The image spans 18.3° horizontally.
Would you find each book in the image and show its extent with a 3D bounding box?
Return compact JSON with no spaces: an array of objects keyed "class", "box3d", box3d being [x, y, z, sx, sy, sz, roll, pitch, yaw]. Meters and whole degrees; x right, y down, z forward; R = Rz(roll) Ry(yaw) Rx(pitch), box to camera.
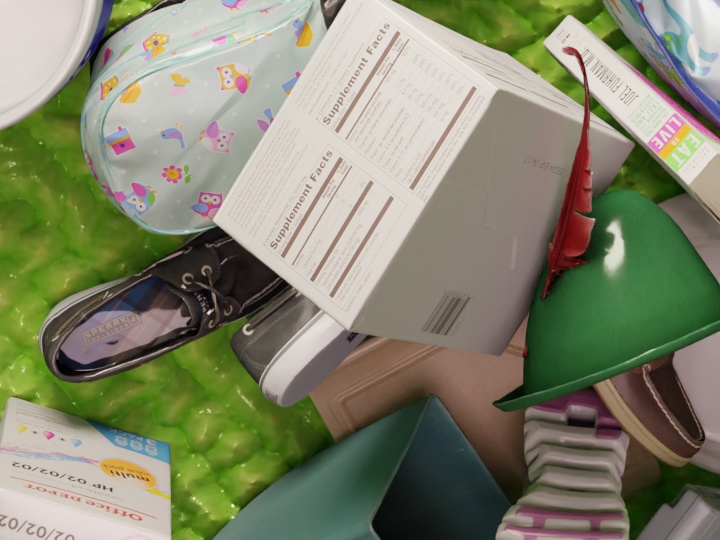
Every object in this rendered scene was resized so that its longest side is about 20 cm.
[{"class":"book","box3d":[0.199,-0.073,1.344,0.133,0.200,0.048,36,101,-33]}]

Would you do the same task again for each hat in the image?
[{"class":"hat","box3d":[0.131,-0.033,1.298,0.199,0.165,0.177,-23,91,46]}]

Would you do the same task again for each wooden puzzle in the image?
[{"class":"wooden puzzle","box3d":[0.082,0.103,1.494,0.184,0.037,0.201,-28,112,3]}]

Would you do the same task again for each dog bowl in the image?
[{"class":"dog bowl","box3d":[-0.246,-0.181,1.329,0.198,0.079,0.202,1,102,4]}]

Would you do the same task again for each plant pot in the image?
[{"class":"plant pot","box3d":[-0.013,0.201,1.442,0.199,0.142,0.142,-23,111,32]}]

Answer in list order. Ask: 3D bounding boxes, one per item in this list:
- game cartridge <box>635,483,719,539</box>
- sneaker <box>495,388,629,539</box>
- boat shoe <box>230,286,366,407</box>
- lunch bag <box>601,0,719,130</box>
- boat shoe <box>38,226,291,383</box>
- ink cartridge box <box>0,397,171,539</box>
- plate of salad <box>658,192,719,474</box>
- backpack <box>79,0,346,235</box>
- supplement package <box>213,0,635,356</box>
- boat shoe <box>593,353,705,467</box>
[{"class":"game cartridge","box3d":[0.217,0.204,1.466,0.040,0.200,0.134,45,105,27]},{"class":"sneaker","box3d":[0.130,0.166,1.413,0.080,0.201,0.089,9,128,8]},{"class":"boat shoe","box3d":[0.000,0.000,1.428,0.200,0.069,0.057,-44,71,-9]},{"class":"lunch bag","box3d":[0.200,-0.180,1.343,0.199,0.170,0.128,37,101,-13]},{"class":"boat shoe","box3d":[-0.115,0.017,1.427,0.198,0.066,0.070,-22,109,1]},{"class":"ink cartridge box","box3d":[-0.180,0.157,1.395,0.114,0.200,0.068,17,105,-11]},{"class":"plate of salad","box3d":[0.248,0.040,1.455,0.198,0.048,0.202,11,114,25]},{"class":"backpack","box3d":[-0.074,-0.108,1.363,0.198,0.127,0.168,-18,111,3]},{"class":"supplement package","box3d":[0.040,-0.050,1.273,0.111,0.200,0.156,38,102,27]},{"class":"boat shoe","box3d":[0.175,0.033,1.422,0.072,0.072,0.201,-28,101,22]}]
